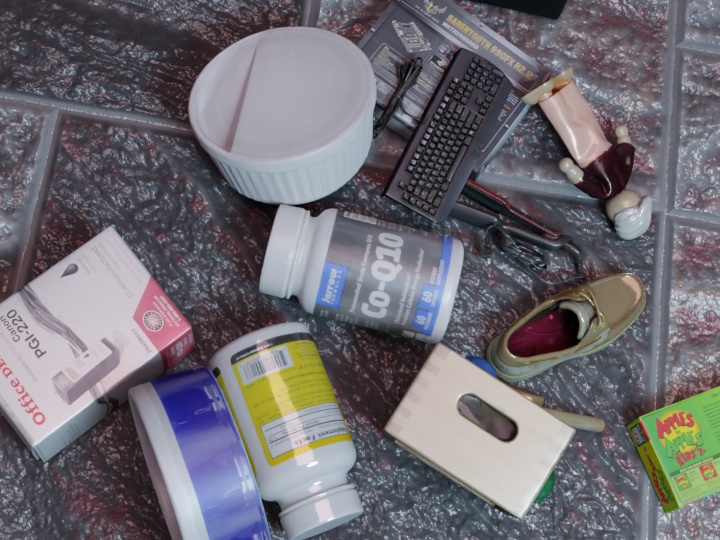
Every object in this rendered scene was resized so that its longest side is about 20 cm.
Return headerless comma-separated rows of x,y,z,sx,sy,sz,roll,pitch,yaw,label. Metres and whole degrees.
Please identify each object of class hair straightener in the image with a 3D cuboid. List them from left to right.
0.160,-0.034,1.458,0.199,0.041,0.077,30,71,-1,hair straightener

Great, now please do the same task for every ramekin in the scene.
-0.077,-0.160,1.410,0.201,0.095,0.203,-5,53,7,ramekin

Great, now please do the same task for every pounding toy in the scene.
0.142,0.157,1.326,0.199,0.184,0.143,32,83,5,pounding toy

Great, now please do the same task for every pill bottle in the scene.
-0.070,0.163,1.324,0.111,0.111,0.201,-18,75,-12,pill bottle
0.000,0.000,1.384,0.198,0.114,0.115,14,71,-2,pill bottle

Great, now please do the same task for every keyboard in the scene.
0.077,-0.160,1.444,0.126,0.021,0.201,26,71,2,keyboard

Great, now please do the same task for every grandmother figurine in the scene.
0.263,-0.126,1.469,0.121,0.061,0.201,-32,92,-26,grandmother figurine

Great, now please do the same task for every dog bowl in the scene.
-0.154,0.196,1.257,0.078,0.200,0.201,-18,74,-15,dog bowl

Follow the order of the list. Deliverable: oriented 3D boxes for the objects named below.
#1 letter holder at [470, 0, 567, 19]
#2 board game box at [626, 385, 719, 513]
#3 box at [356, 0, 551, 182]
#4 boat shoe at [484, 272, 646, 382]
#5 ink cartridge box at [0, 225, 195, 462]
0.157,-0.399,1.541,0.198,0.101,0.143,12,69,-2,letter holder
0.398,0.173,1.406,0.199,0.048,0.102,-19,74,-12,board game box
0.092,-0.217,1.500,0.199,0.048,0.159,36,71,5,box
0.229,0.057,1.415,0.199,0.066,0.074,-30,77,-15,boat shoe
-0.290,0.074,1.343,0.200,0.085,0.146,-38,79,-14,ink cartridge box
